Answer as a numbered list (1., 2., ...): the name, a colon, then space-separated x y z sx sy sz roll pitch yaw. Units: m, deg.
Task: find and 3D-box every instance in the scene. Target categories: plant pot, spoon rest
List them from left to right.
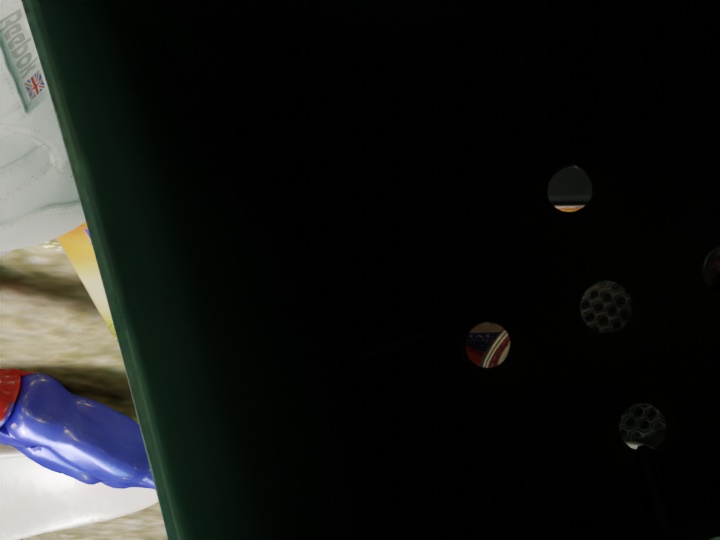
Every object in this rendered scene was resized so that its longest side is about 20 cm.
1. spoon rest: -0.159 0.080 1.000 0.199 0.061 0.099 -7 162 24
2. plant pot: 0.041 -0.007 0.547 0.141 0.142 0.200 -18 170 7

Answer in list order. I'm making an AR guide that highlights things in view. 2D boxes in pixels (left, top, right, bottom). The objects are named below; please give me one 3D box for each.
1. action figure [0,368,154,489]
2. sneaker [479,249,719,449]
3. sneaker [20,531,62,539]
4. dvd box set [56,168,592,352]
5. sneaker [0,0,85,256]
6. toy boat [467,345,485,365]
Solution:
1. action figure: -0.102 0.068 0.845 0.199 0.099 0.065 31 163 -24
2. sneaker: 0.115 -0.005 0.668 0.199 0.081 0.075 -24 146 5
3. sneaker: -0.209 0.113 1.097 0.199 0.075 0.087 1 159 -5
4. dvd box set: 0.000 0.000 0.781 0.145 0.030 0.200 -1 164 4
5. sneaker: -0.079 -0.052 0.549 0.080 0.077 0.200 -17 161 14
6. toy boat: 0.082 0.064 0.785 0.131 0.131 0.200 -40 149 18
